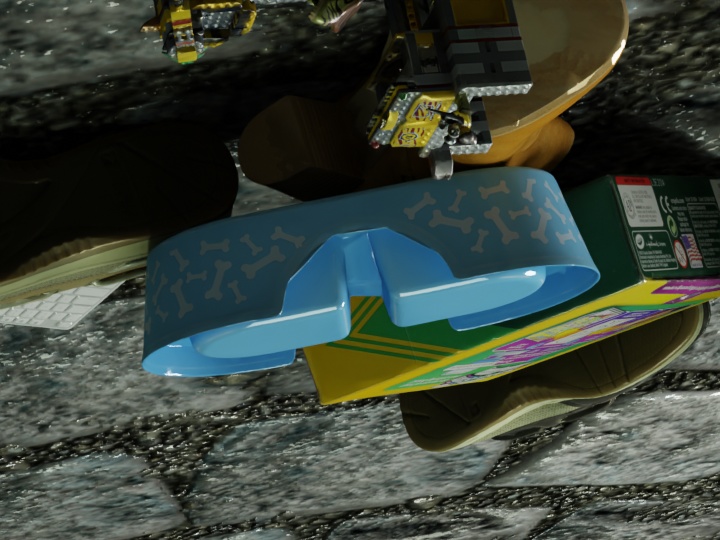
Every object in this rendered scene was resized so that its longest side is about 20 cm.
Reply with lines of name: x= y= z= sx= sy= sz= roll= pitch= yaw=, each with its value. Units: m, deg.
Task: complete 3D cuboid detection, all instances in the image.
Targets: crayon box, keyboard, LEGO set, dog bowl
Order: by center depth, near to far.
LEGO set: x=0.005 y=-0.105 z=1.059 sx=0.154 sy=0.116 sz=0.200 roll=-1 pitch=156 yaw=-26
dog bowl: x=0.000 y=0.000 z=1.255 sx=0.200 sy=0.050 sz=0.111 roll=-12 pitch=168 yaw=-1
keyboard: x=-0.204 y=0.005 z=1.376 sx=0.200 sy=0.011 sz=0.056 roll=7 pitch=152 yaw=-41
crayon box: x=0.087 y=0.007 z=1.413 sx=0.172 sy=0.058 sz=0.200 roll=-21 pitch=172 yaw=24

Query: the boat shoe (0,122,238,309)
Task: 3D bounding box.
boat shoe: x=-0.153 y=-0.015 z=1.274 sx=0.201 sy=0.073 sz=0.063 roll=-14 pitch=155 yaw=-15

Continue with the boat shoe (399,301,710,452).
boat shoe: x=0.111 y=0.044 z=1.576 sx=0.201 sy=0.072 sz=0.066 roll=-28 pitch=164 yaw=35

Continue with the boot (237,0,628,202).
boot: x=0.059 y=-0.072 z=1.263 sx=0.201 sy=0.071 sz=0.144 roll=-22 pitch=163 yaw=32
